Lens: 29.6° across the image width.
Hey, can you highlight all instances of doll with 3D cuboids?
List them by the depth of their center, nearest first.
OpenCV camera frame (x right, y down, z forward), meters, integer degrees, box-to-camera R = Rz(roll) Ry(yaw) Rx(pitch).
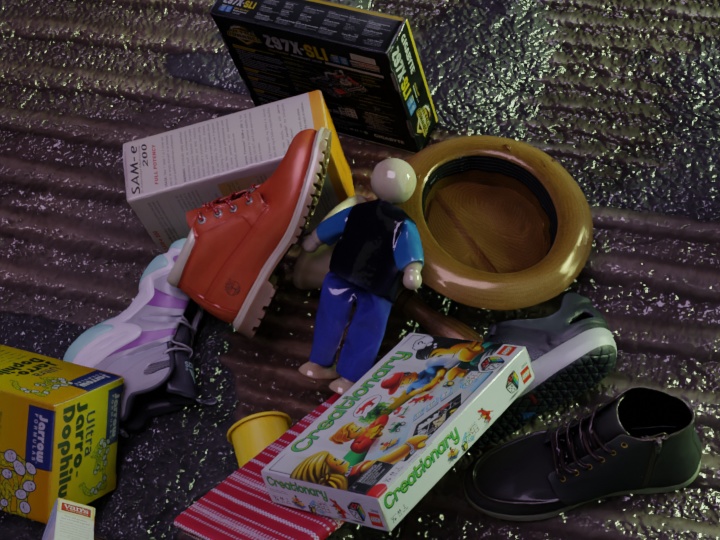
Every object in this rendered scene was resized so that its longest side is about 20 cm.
[{"bbox_3d":[0.000,0.000,1.170,0.136,0.048,0.202,25,102,39],"label":"doll"}]

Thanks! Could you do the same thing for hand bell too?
[{"bbox_3d":[0.045,0.032,1.231,0.199,0.104,0.104,38,74,17],"label":"hand bell"}]

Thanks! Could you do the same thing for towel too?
[{"bbox_3d":[-0.036,0.167,1.094,0.199,0.023,0.144,-35,27,-32],"label":"towel"}]

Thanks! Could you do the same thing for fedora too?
[{"bbox_3d":[0.113,-0.030,1.228,0.198,0.082,0.202,0,52,0],"label":"fedora"}]

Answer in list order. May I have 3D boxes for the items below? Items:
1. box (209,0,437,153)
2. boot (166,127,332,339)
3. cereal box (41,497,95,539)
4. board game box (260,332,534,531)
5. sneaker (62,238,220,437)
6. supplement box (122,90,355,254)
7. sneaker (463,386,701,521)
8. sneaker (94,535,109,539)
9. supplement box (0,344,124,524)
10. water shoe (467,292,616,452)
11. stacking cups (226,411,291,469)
[{"bbox_3d":[-0.033,-0.198,1.332,0.198,0.160,0.050,17,64,24],"label":"box"},{"bbox_3d":[-0.098,-0.050,1.214,0.106,0.075,0.202,28,101,1],"label":"boot"},{"bbox_3d":[-0.242,0.288,1.038,0.039,0.145,0.200,18,19,-15],"label":"cereal box"},{"bbox_3d":[0.032,0.121,1.070,0.125,0.035,0.200,4,33,43],"label":"board game box"},{"bbox_3d":[-0.166,0.070,1.263,0.200,0.078,0.140,-47,60,-4],"label":"sneaker"},{"bbox_3d":[-0.113,-0.085,1.306,0.198,0.126,0.074,-14,57,5],"label":"supplement box"},{"bbox_3d":[0.174,0.141,1.102,0.197,0.107,0.076,-13,57,7],"label":"sneaker"},{"bbox_3d":[-0.175,0.275,1.134,0.198,0.076,0.071,14,64,23],"label":"sneaker"},{"bbox_3d":[-0.324,0.136,1.214,0.198,0.109,0.110,11,103,21],"label":"supplement box"},{"bbox_3d":[0.122,0.091,1.169,0.198,0.072,0.079,-25,49,5],"label":"water shoe"},{"bbox_3d":[-0.060,0.220,1.152,0.060,0.061,0.202,-21,61,2],"label":"stacking cups"}]
